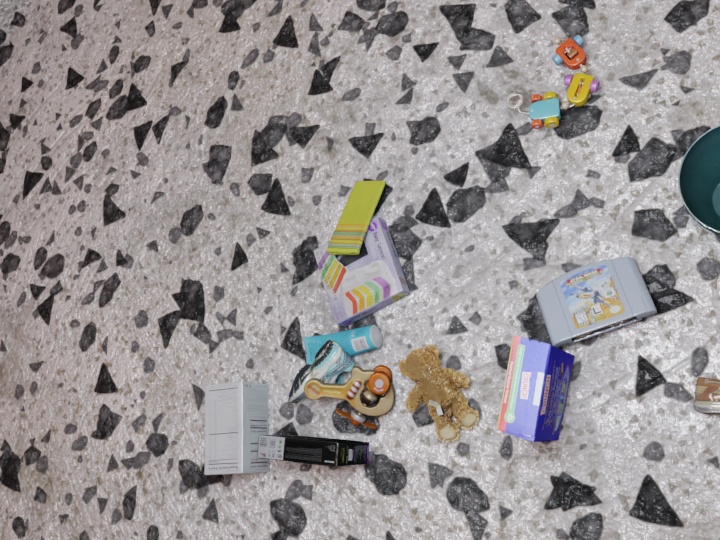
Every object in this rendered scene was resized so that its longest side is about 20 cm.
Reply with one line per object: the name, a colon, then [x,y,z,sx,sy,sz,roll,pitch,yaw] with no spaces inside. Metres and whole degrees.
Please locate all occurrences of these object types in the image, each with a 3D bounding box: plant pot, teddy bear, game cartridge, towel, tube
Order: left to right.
tube: [-0.047,0.170,1.593,0.198,0.050,0.079,-16,72,29]
towel: [-0.007,-0.121,1.607,0.085,0.018,0.202,4,60,32]
teddy bear: [0.163,0.254,1.458,0.200,0.067,0.146,41,108,22]
game cartridge: [0.443,0.055,1.345,0.198,0.041,0.135,-23,61,17]
plant pot: [0.665,-0.143,1.232,0.197,0.134,0.204,-6,76,26]

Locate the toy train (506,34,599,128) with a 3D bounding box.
toy train: [0.411,-0.382,1.469,0.200,0.056,0.151,-44,62,9]

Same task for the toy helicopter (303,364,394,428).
toy helicopter: [-0.025,0.271,1.514,0.197,0.079,0.135,4,96,5]

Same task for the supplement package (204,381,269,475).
supplement package: [-0.287,0.367,1.636,0.112,0.109,0.203,-9,74,25]

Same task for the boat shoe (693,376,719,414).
boat shoe: [0.669,0.206,1.189,0.197,0.076,0.073,-4,75,25]

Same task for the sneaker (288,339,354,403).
sneaker: [-0.089,0.248,1.578,0.200,0.086,0.078,-46,17,32]

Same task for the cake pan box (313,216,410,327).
cake pan box: [0.000,0.000,1.601,0.182,0.052,0.203,-25,67,19]

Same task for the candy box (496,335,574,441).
candy box: [0.324,0.221,1.294,0.076,0.199,0.172,9,83,28]

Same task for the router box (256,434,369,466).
router box: [-0.099,0.385,1.511,0.197,0.149,0.052,-2,77,28]
